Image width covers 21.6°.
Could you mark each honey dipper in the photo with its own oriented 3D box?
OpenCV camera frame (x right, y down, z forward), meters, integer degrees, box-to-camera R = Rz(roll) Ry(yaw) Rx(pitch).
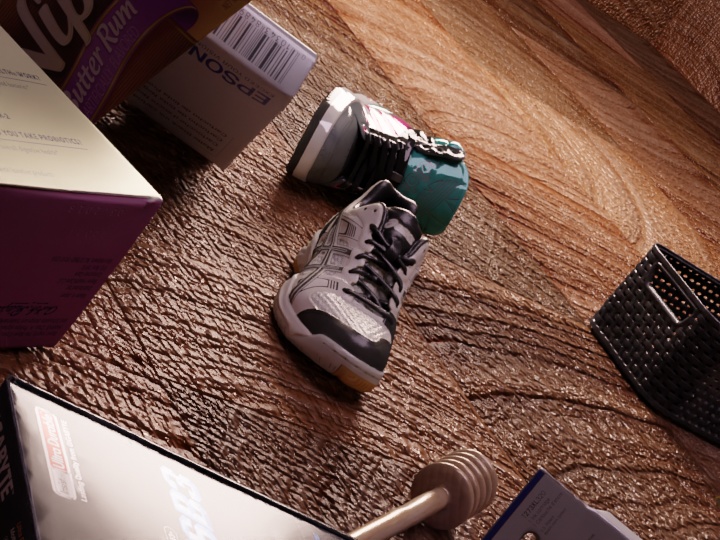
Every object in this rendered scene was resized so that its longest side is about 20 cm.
[{"bbox_3d":[0.021,0.129,0.975,0.038,0.038,0.200,43,21,14],"label":"honey dipper"}]

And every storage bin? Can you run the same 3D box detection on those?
[{"bbox_3d":[0.311,0.078,1.639,0.199,0.094,0.136,28,19,-36],"label":"storage bin"}]

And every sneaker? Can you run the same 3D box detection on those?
[{"bbox_3d":[0.020,-0.075,1.430,0.120,0.084,0.200,32,14,8],"label":"sneaker"},{"bbox_3d":[0.000,0.000,1.167,0.075,0.088,0.200,36,18,-15],"label":"sneaker"}]

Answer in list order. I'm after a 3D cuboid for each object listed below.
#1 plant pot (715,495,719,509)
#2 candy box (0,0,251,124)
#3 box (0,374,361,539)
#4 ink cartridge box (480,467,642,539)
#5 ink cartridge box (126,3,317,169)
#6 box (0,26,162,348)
[{"bbox_3d":[0.324,0.170,0.912,0.194,0.199,0.196,51,8,-47],"label":"plant pot"},{"bbox_3d":[-0.136,-0.170,1.070,0.117,0.199,0.057,52,17,-12],"label":"candy box"},{"bbox_3d":[-0.055,0.148,0.726,0.198,0.050,0.200,31,18,-31],"label":"box"},{"bbox_3d":[0.136,0.193,0.936,0.199,0.095,0.037,39,7,-3],"label":"ink cartridge box"},{"bbox_3d":[-0.144,-0.146,1.199,0.199,0.041,0.200,36,-24,-9],"label":"ink cartridge box"},{"bbox_3d":[-0.220,-0.065,0.836,0.200,0.097,0.176,46,18,19],"label":"box"}]
